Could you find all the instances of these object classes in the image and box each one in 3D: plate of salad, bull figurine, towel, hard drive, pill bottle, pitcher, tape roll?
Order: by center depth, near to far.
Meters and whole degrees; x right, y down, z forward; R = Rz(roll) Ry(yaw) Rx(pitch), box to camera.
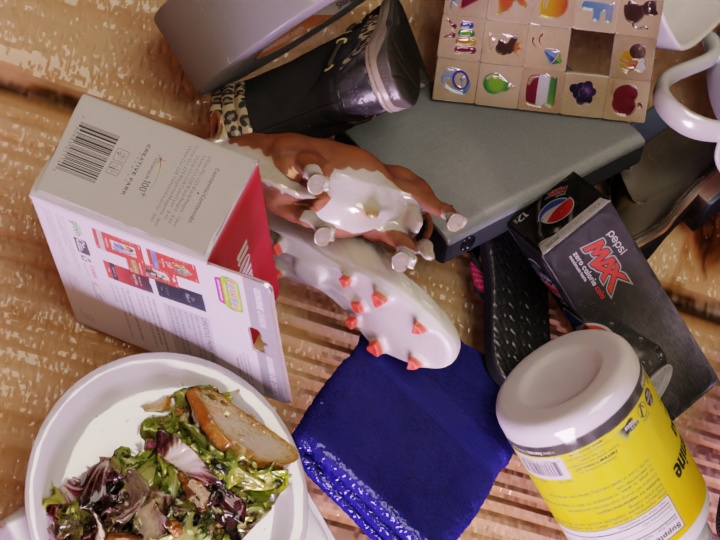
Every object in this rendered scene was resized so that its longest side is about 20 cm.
[{"bbox_3d":[-0.124,0.151,1.530,0.198,0.048,0.202,6,74,-21],"label":"plate of salad"},{"bbox_3d":[-0.024,-0.054,1.600,0.199,0.121,0.066,10,109,-29],"label":"bull figurine"},{"bbox_3d":[-0.050,-0.207,1.660,0.200,0.200,0.066,-32,90,-26],"label":"tape roll"},{"bbox_3d":[0.037,0.117,1.669,0.148,0.050,0.200,43,42,-5],"label":"towel"},{"bbox_3d":[0.189,0.151,1.696,0.112,0.112,0.201,-46,121,-26],"label":"pill bottle"},{"bbox_3d":[0.099,-0.096,1.753,0.199,0.033,0.140,-27,57,-28],"label":"hard drive"},{"bbox_3d":[0.313,-0.148,1.822,0.171,0.121,0.201,27,40,-11],"label":"pitcher"}]

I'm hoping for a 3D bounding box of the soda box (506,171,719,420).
[{"bbox_3d":[0.192,0.026,1.727,0.071,0.063,0.200,-38,122,-4],"label":"soda box"}]

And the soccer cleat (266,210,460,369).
[{"bbox_3d":[0.000,0.000,1.664,0.199,0.070,0.077,31,48,24],"label":"soccer cleat"}]

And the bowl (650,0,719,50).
[{"bbox_3d":[0.233,-0.288,1.813,0.200,0.074,0.201,-46,121,-43],"label":"bowl"}]

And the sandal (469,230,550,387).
[{"bbox_3d":[0.112,0.001,1.760,0.075,0.045,0.202,15,65,-26],"label":"sandal"}]

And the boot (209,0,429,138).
[{"bbox_3d":[-0.029,-0.136,1.704,0.149,0.200,0.074,-21,106,10],"label":"boot"}]

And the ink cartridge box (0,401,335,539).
[{"bbox_3d":[-0.138,0.191,1.587,0.199,0.083,0.146,-29,89,-26],"label":"ink cartridge box"}]

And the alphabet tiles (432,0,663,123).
[{"bbox_3d":[0.148,-0.216,1.725,0.166,0.008,0.202,6,109,-3],"label":"alphabet tiles"}]

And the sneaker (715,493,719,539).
[{"bbox_3d":[0.338,0.144,1.753,0.115,0.075,0.202,31,58,-25],"label":"sneaker"}]

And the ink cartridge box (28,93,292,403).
[{"bbox_3d":[-0.115,-0.009,1.553,0.174,0.200,0.084,21,67,12],"label":"ink cartridge box"}]

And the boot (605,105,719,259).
[{"bbox_3d":[0.209,-0.056,1.817,0.199,0.075,0.097,-32,74,-28],"label":"boot"}]
